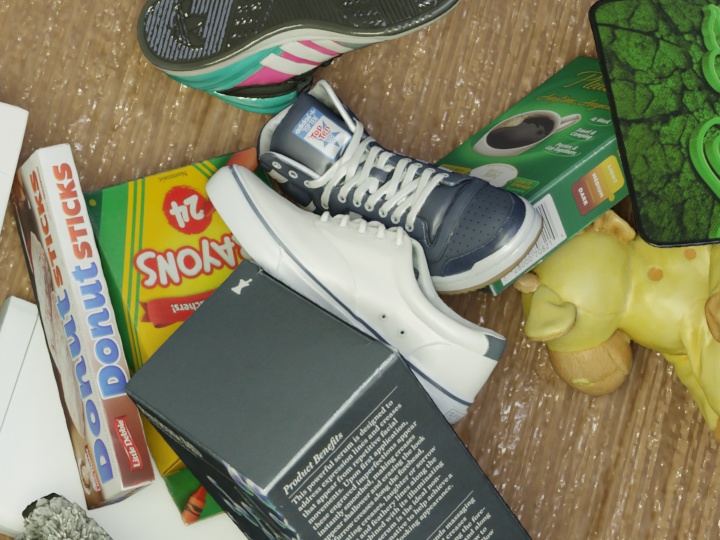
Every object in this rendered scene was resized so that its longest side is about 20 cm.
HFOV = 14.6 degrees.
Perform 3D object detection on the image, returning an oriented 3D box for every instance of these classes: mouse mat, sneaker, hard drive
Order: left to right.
[{"bbox_3d":[-0.137,0.112,1.655,0.199,0.027,0.133,22,70,-15],"label":"hard drive"},{"bbox_3d":[-0.028,-0.149,1.708,0.198,0.121,0.084,-11,80,7],"label":"sneaker"},{"bbox_3d":[0.000,0.000,1.597,0.200,0.073,0.071,42,96,7],"label":"sneaker"},{"bbox_3d":[0.014,-0.051,1.639,0.070,0.199,0.109,-52,123,-18],"label":"sneaker"},{"bbox_3d":[0.231,-0.098,1.704,0.160,0.008,0.201,-5,54,-5],"label":"mouse mat"}]

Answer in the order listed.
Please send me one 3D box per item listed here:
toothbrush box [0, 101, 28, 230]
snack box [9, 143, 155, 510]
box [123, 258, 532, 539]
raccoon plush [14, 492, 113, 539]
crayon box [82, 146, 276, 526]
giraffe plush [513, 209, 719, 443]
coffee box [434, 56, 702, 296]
[{"bbox_3d":[-0.286,-0.011,1.594,0.145,0.085,0.202,16,73,-16],"label":"toothbrush box"},{"bbox_3d":[-0.162,0.033,1.611,0.024,0.072,0.201,-11,81,-25],"label":"snack box"},{"bbox_3d":[-0.012,0.115,1.564,0.107,0.148,0.200,-45,130,-12],"label":"box"},{"bbox_3d":[-0.172,0.207,1.536,0.134,0.200,0.097,-44,120,-15],"label":"raccoon plush"},{"bbox_3d":[-0.083,0.037,1.658,0.126,0.051,0.201,-17,76,-31],"label":"crayon box"},{"bbox_3d":[0.175,0.020,1.742,0.161,0.173,0.202,-8,91,-1],"label":"giraffe plush"},{"bbox_3d":[0.112,-0.061,1.740,0.200,0.123,0.044,-38,117,-26],"label":"coffee box"}]
